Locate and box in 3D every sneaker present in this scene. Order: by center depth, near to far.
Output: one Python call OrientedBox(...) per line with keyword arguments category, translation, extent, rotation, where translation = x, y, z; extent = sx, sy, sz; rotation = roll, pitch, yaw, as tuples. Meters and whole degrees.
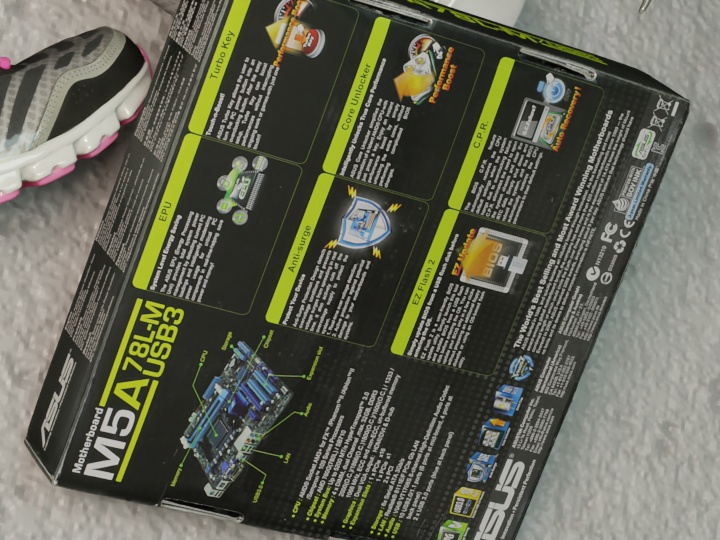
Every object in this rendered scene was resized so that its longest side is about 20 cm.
OrientedBox(category="sneaker", translation=(-0.163, -0.056, 0.884), extent=(0.199, 0.074, 0.088), rotation=(-26, 99, -27))

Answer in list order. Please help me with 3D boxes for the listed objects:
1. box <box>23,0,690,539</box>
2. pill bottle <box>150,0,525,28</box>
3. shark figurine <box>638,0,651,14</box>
OrientedBox(category="box", translation=(0.000, 0.000, 0.933), extent=(0.192, 0.048, 0.201), rotation=(14, 104, -25))
OrientedBox(category="pill bottle", translation=(-0.038, -0.141, 0.953), extent=(0.200, 0.114, 0.115), rotation=(36, 64, -21))
OrientedBox(category="shark figurine", translation=(0.060, -0.168, 1.029), extent=(0.128, 0.214, 0.090), rotation=(-1, 120, -59))
